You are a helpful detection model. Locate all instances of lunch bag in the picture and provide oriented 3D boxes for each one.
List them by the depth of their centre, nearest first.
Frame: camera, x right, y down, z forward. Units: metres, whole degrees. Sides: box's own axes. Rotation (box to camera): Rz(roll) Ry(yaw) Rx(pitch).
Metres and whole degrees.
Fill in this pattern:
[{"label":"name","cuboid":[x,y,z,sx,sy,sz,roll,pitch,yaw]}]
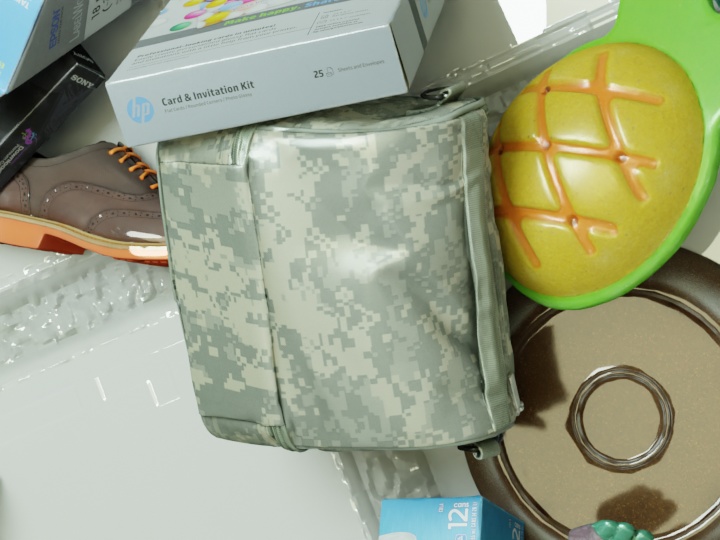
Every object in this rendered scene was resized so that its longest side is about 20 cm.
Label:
[{"label":"lunch bag","cuboid":[0.000,0.000,0.976,0.167,0.139,0.201,4,106,36]}]

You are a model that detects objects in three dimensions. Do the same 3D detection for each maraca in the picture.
[{"label":"maraca","cuboid":[0.141,-0.071,0.974,0.137,0.107,0.200,46,107,33]}]

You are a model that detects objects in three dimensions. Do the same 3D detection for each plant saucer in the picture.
[{"label":"plant saucer","cuboid":[0.150,0.083,1.019,0.199,0.032,0.201,0,90,17]}]

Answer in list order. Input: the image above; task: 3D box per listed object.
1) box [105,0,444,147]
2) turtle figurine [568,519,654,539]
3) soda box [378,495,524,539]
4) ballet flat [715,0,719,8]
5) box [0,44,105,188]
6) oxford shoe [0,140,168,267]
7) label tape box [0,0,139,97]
[{"label":"box","cuboid":[-0.035,-0.137,0.985,0.155,0.200,0.041,-9,115,17]},{"label":"turtle figurine","cuboid":[0.130,0.241,0.937,0.100,0.150,0.201,0,61,21]},{"label":"soda box","cuboid":[0.044,0.227,0.978,0.064,0.068,0.201,-6,67,25]},{"label":"ballet flat","cuboid":[0.279,-0.113,0.968,0.200,0.072,0.072,43,102,9]},{"label":"box","cuboid":[-0.260,-0.138,1.109,0.143,0.036,0.200,-45,66,12]},{"label":"oxford shoe","cuboid":[-0.141,-0.042,1.083,0.199,0.071,0.073,7,89,17]},{"label":"label tape box","cuboid":[-0.214,-0.187,1.038,0.144,0.200,0.063,34,139,13]}]
